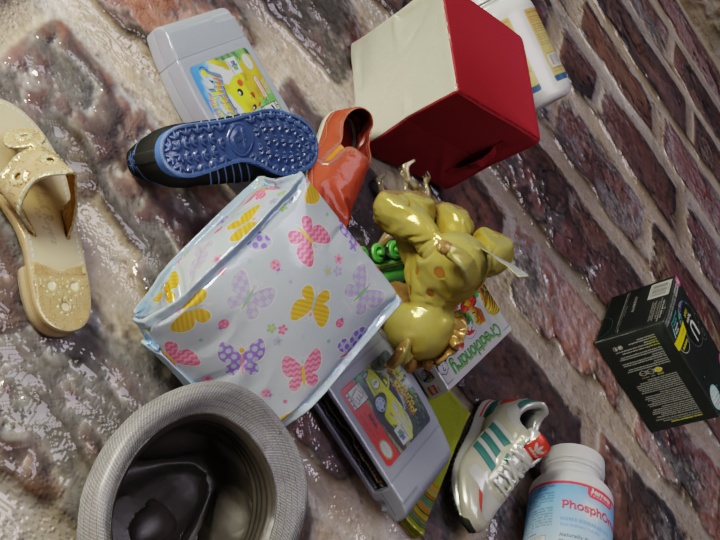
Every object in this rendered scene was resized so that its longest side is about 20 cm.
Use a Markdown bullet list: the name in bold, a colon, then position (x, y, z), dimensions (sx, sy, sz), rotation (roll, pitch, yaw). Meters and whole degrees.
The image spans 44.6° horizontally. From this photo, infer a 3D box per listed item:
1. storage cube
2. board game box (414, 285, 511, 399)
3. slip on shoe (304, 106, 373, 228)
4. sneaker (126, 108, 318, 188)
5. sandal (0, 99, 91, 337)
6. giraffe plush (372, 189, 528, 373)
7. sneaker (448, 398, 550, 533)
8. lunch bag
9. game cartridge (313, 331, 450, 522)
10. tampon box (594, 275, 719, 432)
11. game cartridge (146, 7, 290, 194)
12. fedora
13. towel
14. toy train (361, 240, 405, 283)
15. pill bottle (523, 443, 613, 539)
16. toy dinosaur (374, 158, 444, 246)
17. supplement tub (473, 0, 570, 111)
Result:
- **storage cube**: position (0.110, -0.242, 1.177), dimensions (0.179, 0.171, 0.201), rotation (18, 58, -43)
- **board game box**: position (0.110, 0.063, 1.111), dimensions (0.127, 0.035, 0.200), rotation (58, 37, 0)
- **slip on shoe**: position (-0.023, -0.119, 1.038), dimensions (0.074, 0.061, 0.201), rotation (39, 46, -34)
- **sneaker**: position (-0.134, -0.120, 0.869), dimensions (0.199, 0.078, 0.070), rotation (-9, 96, -45)
- **sandal**: position (-0.251, -0.056, 0.716), dimensions (0.077, 0.069, 0.213), rotation (-6, 75, -52)
- **giraffe plush**: position (0.078, 0.024, 0.966), dimensions (0.172, 0.163, 0.200), rotation (13, 22, -34)
- **sneaker**: position (0.173, 0.224, 1.052), dimensions (0.070, 0.093, 0.200), rotation (60, 35, -22)
- **lunch bag**: position (-0.093, 0.034, 0.811), dimensions (0.200, 0.127, 0.170), rotation (-50, 115, -21)
- **game cartridge**: position (0.019, 0.150, 0.947), dimensions (0.200, 0.041, 0.133), rotation (57, 33, -3)
- **tampon box**: position (0.515, 0.143, 1.494), dimensions (0.200, 0.126, 0.150), rotation (55, 39, -14)
- **game cartridge**: position (-0.140, -0.181, 0.951), dimensions (0.200, 0.040, 0.133), rotation (59, 41, -9)
- **fedora**: position (-0.144, 0.190, 0.693), dimensions (0.177, 0.090, 0.200), rotation (53, 45, -14)
- **towel**: position (0.075, 0.204, 1.013), dimensions (0.086, 0.018, 0.200), rotation (54, 38, -17)
- **toy train**: position (0.000, 0.000, 1.007), dimensions (0.200, 0.042, 0.057), rotation (-10, 93, -48)
- **pill bottle**: position (0.260, 0.322, 1.097), dimensions (0.109, 0.109, 0.200), rotation (44, 42, -26)
- **toy dinosaur**: position (0.064, -0.084, 1.127), dimensions (0.200, 0.058, 0.101), rotation (-33, 98, -53)
- **supplement tub**: position (0.232, -0.343, 1.403), dimensions (0.145, 0.144, 0.201), rotation (-29, 94, -53)
